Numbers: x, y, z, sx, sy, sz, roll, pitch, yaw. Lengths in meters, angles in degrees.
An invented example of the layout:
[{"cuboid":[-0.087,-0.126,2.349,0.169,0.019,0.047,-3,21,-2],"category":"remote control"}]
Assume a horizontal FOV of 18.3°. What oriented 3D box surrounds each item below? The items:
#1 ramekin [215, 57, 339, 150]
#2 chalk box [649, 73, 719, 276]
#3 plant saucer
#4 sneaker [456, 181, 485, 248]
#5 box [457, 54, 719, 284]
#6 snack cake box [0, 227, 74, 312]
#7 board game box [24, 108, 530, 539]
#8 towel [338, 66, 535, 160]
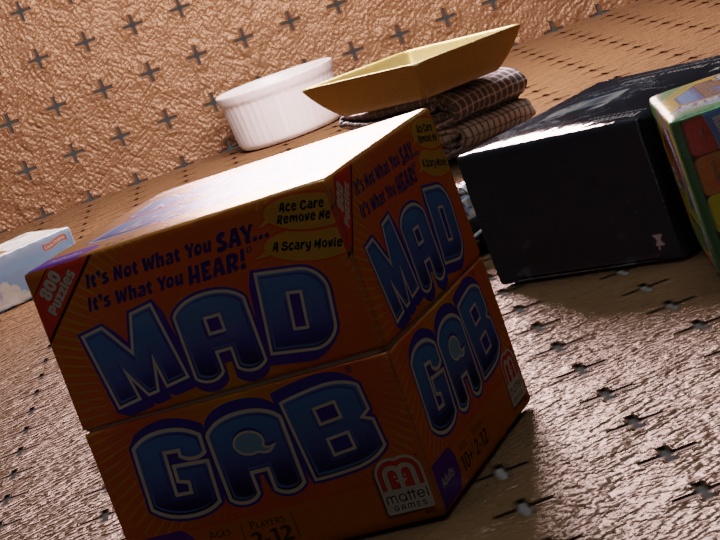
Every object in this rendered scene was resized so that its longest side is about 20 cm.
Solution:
[{"cuboid":[-0.126,-0.267,3.613,0.200,0.098,0.200,-19,10,3],"category":"ramekin"},{"cuboid":[0.285,-0.073,1.557,0.124,0.125,0.200,-19,8,6],"category":"chalk box"},{"cuboid":[0.066,-0.233,2.654,0.200,0.049,0.200,-8,13,46],"category":"plant saucer"},{"cuboid":[0.128,-0.073,1.965,0.108,0.070,0.200,-25,-9,-35],"category":"sneaker"},{"cuboid":[0.222,-0.085,1.784,0.196,0.118,0.200,-10,15,47],"category":"box"},{"cuboid":[-0.459,0.014,2.786,0.200,0.067,0.115,-26,13,-34],"category":"snack cake box"},{"cuboid":[-0.043,0.042,1.341,0.199,0.200,0.200,-17,10,22],"category":"board game box"},{"cuboid":[0.088,-0.182,2.717,0.200,0.086,0.165,-12,11,39],"category":"towel"}]
